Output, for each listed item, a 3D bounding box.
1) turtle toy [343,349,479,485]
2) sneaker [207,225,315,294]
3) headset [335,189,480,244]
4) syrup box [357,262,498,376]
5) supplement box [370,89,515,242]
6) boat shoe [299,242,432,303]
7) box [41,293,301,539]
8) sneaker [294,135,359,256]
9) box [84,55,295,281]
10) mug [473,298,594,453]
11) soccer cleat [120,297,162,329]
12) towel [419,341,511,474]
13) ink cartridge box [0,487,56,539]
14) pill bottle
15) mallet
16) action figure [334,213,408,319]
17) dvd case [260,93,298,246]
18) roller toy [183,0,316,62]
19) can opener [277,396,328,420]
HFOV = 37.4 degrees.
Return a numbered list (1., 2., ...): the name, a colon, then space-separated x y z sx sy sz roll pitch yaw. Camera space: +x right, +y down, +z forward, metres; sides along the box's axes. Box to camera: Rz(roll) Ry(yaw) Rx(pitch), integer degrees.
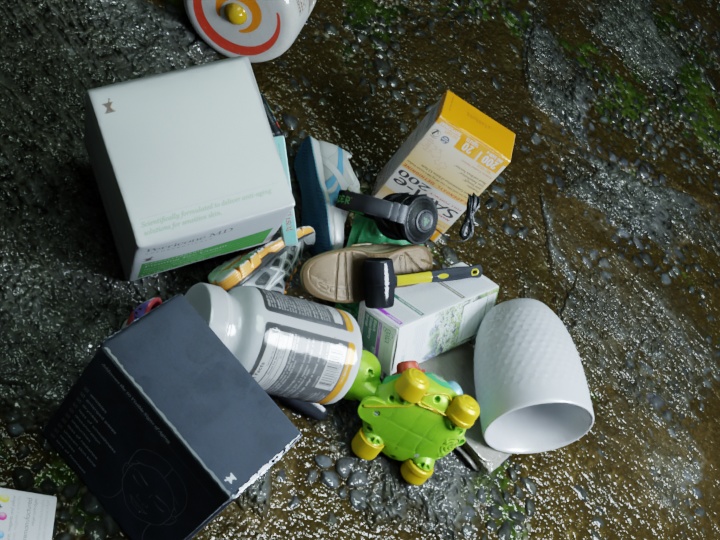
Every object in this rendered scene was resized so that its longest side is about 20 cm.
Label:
1. turtle toy: 0.050 0.170 1.348 0.199 0.146 0.101 29 27 -13
2. sneaker: -0.121 0.000 1.393 0.200 0.078 0.078 -38 109 -47
3. headset: 0.066 -0.085 1.445 0.199 0.123 0.095 16 91 -19
4. syrup box: 0.091 0.063 1.453 0.199 0.079 0.081 -19 40 -37
5. supplement box: 0.119 -0.149 1.568 0.126 0.200 0.074 30 43 -12
6. boat shoe: 0.000 0.000 1.417 0.199 0.064 0.072 -5 102 -32
7. box: -0.202 0.170 1.117 0.200 0.197 0.124 49 45 4
8. sneaker: -0.039 -0.102 1.513 0.080 0.077 0.201 11 55 -28
9. box: -0.210 -0.120 1.279 0.198 0.171 0.201 -16 80 -19
10. mug: 0.236 0.146 1.446 0.200 0.147 0.176 43 32 -47
11. soccer cleat: -0.200 0.121 1.240 0.200 0.073 0.068 50 44 6
12. towel: 0.146 0.177 1.472 0.132 0.034 0.200 -27 76 -45
13. ink cartridge box: -0.399 0.262 1.003 0.199 0.068 0.116 15 51 -25
14. pill bottle: -0.106 0.082 1.223 0.199 0.116 0.117 16 51 -32
15. mallet: 0.085 0.019 1.417 0.199 0.041 0.066 3 94 -37
16. action figure: 0.005 0.003 1.483 0.118 0.055 0.201 35 52 -11
17. dvd case: -0.114 -0.135 1.387 0.022 0.147 0.200 -10 27 -8
18. roller toy: -0.162 -0.410 1.569 0.182 0.200 0.140 37 46 -15
19. can opener: -0.115 0.117 1.314 0.200 0.079 0.063 45 36 -12
